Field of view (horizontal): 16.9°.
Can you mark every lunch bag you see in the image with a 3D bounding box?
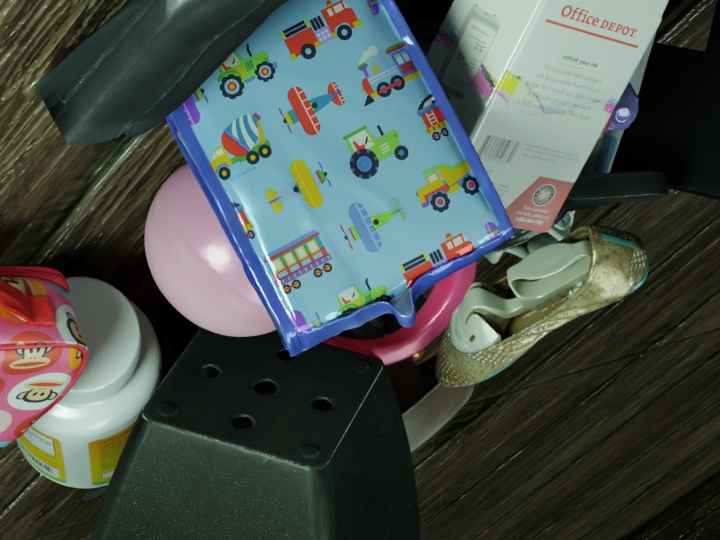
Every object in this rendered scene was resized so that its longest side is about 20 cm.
[{"bbox_3d":[-0.013,-0.058,1.425,0.150,0.200,0.094,-27,164,-5],"label":"lunch bag"},{"bbox_3d":[-0.275,0.055,1.500,0.200,0.082,0.176,1,148,-37],"label":"lunch bag"}]

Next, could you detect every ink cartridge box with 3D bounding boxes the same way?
[{"bbox_3d":[0.106,-0.130,1.498,0.116,0.067,0.200,9,114,-47],"label":"ink cartridge box"}]

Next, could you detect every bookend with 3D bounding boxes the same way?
[{"bbox_3d":[0.262,-0.152,1.758,0.200,0.199,0.092,13,-178,24],"label":"bookend"}]

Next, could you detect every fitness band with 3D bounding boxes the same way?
[{"bbox_3d":[0.000,0.000,1.748,0.200,0.037,0.144,24,100,-41],"label":"fitness band"}]

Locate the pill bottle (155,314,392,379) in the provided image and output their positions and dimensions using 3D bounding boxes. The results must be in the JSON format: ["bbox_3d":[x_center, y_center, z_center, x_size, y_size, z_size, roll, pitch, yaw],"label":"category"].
[{"bbox_3d":[-0.056,0.044,1.846,0.200,0.106,0.106,-33,164,10],"label":"pill bottle"}]

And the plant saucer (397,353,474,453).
[{"bbox_3d":[0.016,0.127,1.891,0.200,0.035,0.200,-36,-177,3],"label":"plant saucer"}]

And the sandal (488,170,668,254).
[{"bbox_3d":[0.116,-0.038,1.689,0.200,0.048,0.075,-5,177,6],"label":"sandal"}]

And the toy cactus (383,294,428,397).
[{"bbox_3d":[0.006,0.071,1.918,0.200,0.102,0.165,-35,-157,-9],"label":"toy cactus"}]

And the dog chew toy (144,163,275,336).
[{"bbox_3d":[-0.046,-0.050,1.560,0.200,0.125,0.124,-44,160,19],"label":"dog chew toy"}]

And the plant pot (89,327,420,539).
[{"bbox_3d":[-0.073,0.151,1.693,0.200,0.199,0.178,-57,157,-51],"label":"plant pot"}]

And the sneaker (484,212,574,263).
[{"bbox_3d":[0.144,-0.048,1.910,0.200,0.087,0.075,-22,148,-41],"label":"sneaker"}]

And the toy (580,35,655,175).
[{"bbox_3d":[0.151,-0.124,1.634,0.200,0.047,0.115,12,98,-53],"label":"toy"}]

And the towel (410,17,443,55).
[{"bbox_3d":[0.068,-0.136,1.654,0.200,0.022,0.147,-15,160,-46],"label":"towel"}]

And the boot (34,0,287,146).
[{"bbox_3d":[-0.062,-0.141,1.327,0.165,0.066,0.200,1,145,-45],"label":"boot"}]

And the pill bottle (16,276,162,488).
[{"bbox_3d":[-0.194,0.076,1.696,0.111,0.111,0.200,-25,164,-13],"label":"pill bottle"}]

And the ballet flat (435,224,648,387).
[{"bbox_3d":[0.115,0.020,1.752,0.200,0.071,0.065,-34,136,29],"label":"ballet flat"}]
